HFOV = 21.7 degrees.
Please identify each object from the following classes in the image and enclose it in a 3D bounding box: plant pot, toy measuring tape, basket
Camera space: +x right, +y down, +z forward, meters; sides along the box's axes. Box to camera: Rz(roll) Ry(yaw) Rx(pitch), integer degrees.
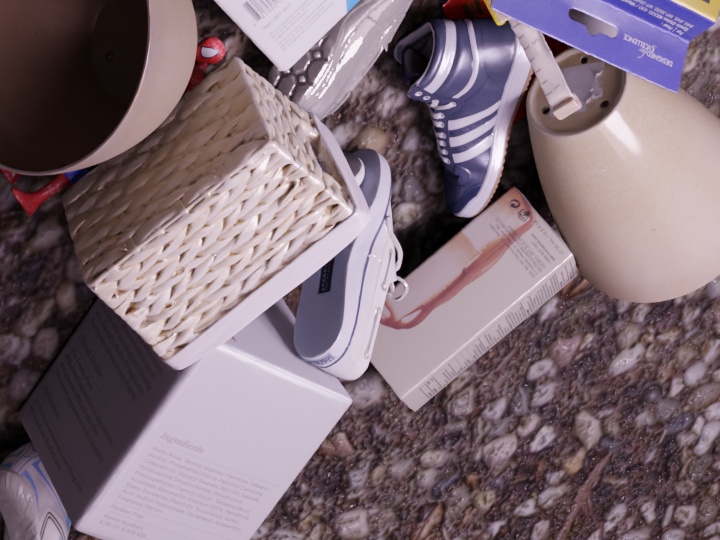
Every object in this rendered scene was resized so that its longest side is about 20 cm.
[{"bbox_3d":[-0.196,-0.170,1.366,0.134,0.200,0.201,-6,129,-61],"label":"plant pot"},{"bbox_3d":[0.134,-0.219,1.533,0.073,0.074,0.201,-27,87,-11],"label":"toy measuring tape"},{"bbox_3d":[-0.115,-0.047,1.432,0.200,0.136,0.123,-37,132,11],"label":"basket"},{"bbox_3d":[0.224,-0.101,1.623,0.187,0.187,0.200,-43,137,3],"label":"plant pot"}]

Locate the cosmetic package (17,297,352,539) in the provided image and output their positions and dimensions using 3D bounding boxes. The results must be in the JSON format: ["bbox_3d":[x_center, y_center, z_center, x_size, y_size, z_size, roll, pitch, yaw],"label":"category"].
[{"bbox_3d":[-0.150,0.115,1.582,0.166,0.168,0.200,26,107,-39],"label":"cosmetic package"}]

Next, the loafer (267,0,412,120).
[{"bbox_3d":[-0.001,-0.207,1.518,0.200,0.070,0.070,-52,155,3],"label":"loafer"}]

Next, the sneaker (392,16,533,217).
[{"bbox_3d":[0.074,-0.133,1.607,0.108,0.070,0.201,1,129,-19],"label":"sneaker"}]

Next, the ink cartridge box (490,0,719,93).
[{"bbox_3d":[0.211,-0.272,1.516,0.197,0.047,0.201,19,73,-27],"label":"ink cartridge box"}]

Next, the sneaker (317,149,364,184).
[{"bbox_3d":[-0.080,-0.105,1.533,0.199,0.071,0.100,-2,127,-24],"label":"sneaker"}]

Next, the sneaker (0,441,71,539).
[{"bbox_3d":[-0.282,0.233,1.658,0.072,0.072,0.201,-37,145,-39],"label":"sneaker"}]

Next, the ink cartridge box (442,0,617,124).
[{"bbox_3d":[0.189,-0.223,1.625,0.200,0.057,0.163,-39,132,-6],"label":"ink cartridge box"}]

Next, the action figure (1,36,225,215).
[{"bbox_3d":[-0.190,-0.122,1.464,0.199,0.066,0.052,-33,142,-4],"label":"action figure"}]

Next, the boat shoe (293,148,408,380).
[{"bbox_3d":[0.004,0.000,1.599,0.074,0.203,0.086,-11,147,34],"label":"boat shoe"}]

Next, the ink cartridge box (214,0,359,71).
[{"bbox_3d":[-0.077,-0.273,1.412,0.145,0.084,0.200,-43,132,3],"label":"ink cartridge box"}]

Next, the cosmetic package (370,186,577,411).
[{"bbox_3d":[0.092,0.027,1.692,0.200,0.087,0.103,-40,167,-1],"label":"cosmetic package"}]
